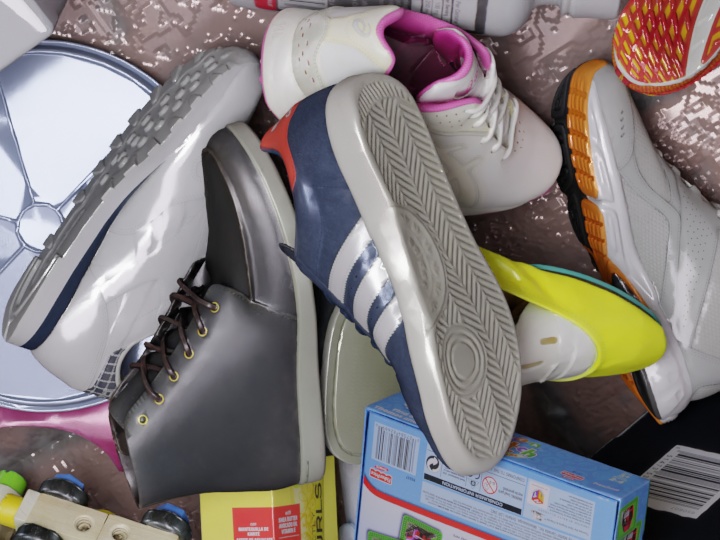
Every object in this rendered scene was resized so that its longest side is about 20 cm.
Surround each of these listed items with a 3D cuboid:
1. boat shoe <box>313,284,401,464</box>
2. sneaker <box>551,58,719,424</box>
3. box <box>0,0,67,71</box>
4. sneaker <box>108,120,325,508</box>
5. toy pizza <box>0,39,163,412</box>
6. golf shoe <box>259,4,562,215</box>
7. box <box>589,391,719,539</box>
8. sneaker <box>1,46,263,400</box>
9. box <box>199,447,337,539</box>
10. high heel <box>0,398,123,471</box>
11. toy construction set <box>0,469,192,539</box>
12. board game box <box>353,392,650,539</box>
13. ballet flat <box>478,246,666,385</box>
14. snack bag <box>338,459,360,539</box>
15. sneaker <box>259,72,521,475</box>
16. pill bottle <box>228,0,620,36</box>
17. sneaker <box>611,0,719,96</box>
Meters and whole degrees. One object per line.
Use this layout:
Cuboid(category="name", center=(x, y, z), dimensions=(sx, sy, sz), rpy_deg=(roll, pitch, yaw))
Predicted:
Cuboid(category="boat shoe", center=(-0.002, 0.000, 1.568), dimensions=(0.074, 0.066, 0.201), rpy_deg=(1, 96, -38))
Cuboid(category="sneaker", center=(0.164, -0.025, 1.576), dimensions=(0.092, 0.076, 0.201), rpy_deg=(-21, 109, -8))
Cuboid(category="box", center=(-0.250, -0.132, 1.511), dimensions=(0.200, 0.152, 0.106), rpy_deg=(-34, 106, 17))
Cuboid(category="sneaker", center=(-0.081, 0.029, 1.507), dimensions=(0.106, 0.075, 0.201), rpy_deg=(-13, 111, -14))
Cuboid(category="toy pizza", center=(-0.171, -0.024, 1.600), dimensions=(0.199, 0.032, 0.201), rpy_deg=(0, 96, 2))
Cuboid(category="golf shoe", center=(0.043, -0.080, 1.489), dimensions=(0.199, 0.076, 0.091), rpy_deg=(20, 156, -41))
Cuboid(category="box", center=(0.179, 0.196, 1.577), dimensions=(0.123, 0.200, 0.198), rpy_deg=(11, 119, 33))
Cuboid(category="sneaker", center=(-0.104, -0.027, 1.553), dimensions=(0.080, 0.076, 0.200), rpy_deg=(34, 100, -15))
Cuboid(category="box", center=(-0.049, 0.150, 1.615), dimensions=(0.050, 0.075, 0.201), rpy_deg=(-2, 88, 28))
Cuboid(category="high heel", center=(-0.182, 0.095, 1.638), dimensions=(0.199, 0.067, 0.096), rpy_deg=(28, 82, 6))
Cuboid(category="toy construction set", center=(-0.144, 0.171, 1.657), dimensions=(0.199, 0.092, 0.131), rpy_deg=(4, 142, 2))
Cuboid(category="board game box", center=(0.063, 0.178, 1.489), dimensions=(0.151, 0.037, 0.201), rpy_deg=(18, 113, 31))
Cuboid(category="ballet flat", center=(0.061, 0.022, 1.507), dimensions=(0.199, 0.067, 0.067), rpy_deg=(25, 138, -11))
Cuboid(category="snack bag", center=(0.028, 0.172, 1.608), dimensions=(0.021, 0.189, 0.201), rpy_deg=(-15, 114, -19))
Cuboid(category="sneaker", center=(0.011, 0.007, 1.435), dimensions=(0.084, 0.075, 0.201), rpy_deg=(-16, 95, 39))
Cuboid(category="pill bottle", center=(0.035, -0.177, 1.489), dimensions=(0.199, 0.111, 0.111), rpy_deg=(7, 114, 2))
Cuboid(category="sneaker", center=(0.206, -0.166, 1.510), dimensions=(0.200, 0.077, 0.073), rpy_deg=(-36, 87, 3))
